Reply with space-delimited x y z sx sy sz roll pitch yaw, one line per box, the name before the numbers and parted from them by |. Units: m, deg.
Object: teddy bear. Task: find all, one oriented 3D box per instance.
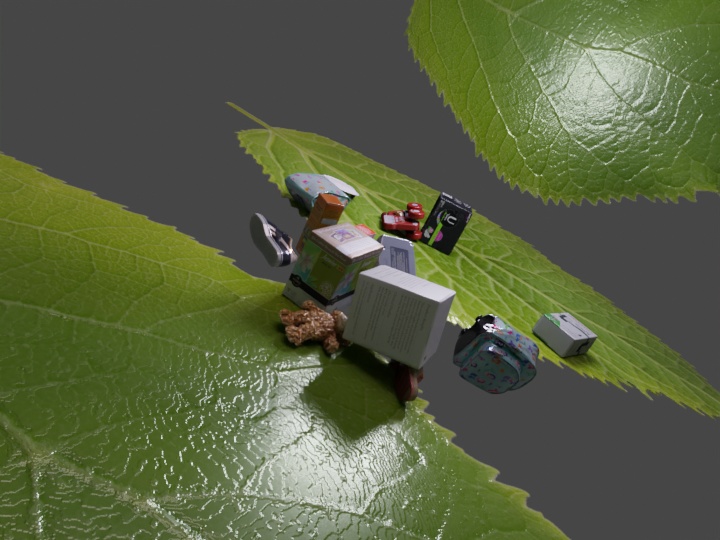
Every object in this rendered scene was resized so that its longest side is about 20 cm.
teddy bear | -0.099 0.129 1.338 0.199 0.067 0.145 17 29 -23

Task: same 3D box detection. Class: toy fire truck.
toy fire truck | 0.169 -0.209 2.320 0.167 0.113 0.200 5 24 -3

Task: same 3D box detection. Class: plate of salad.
plate of salad | -0.099 -0.351 2.386 0.199 0.048 0.200 25 13 -6

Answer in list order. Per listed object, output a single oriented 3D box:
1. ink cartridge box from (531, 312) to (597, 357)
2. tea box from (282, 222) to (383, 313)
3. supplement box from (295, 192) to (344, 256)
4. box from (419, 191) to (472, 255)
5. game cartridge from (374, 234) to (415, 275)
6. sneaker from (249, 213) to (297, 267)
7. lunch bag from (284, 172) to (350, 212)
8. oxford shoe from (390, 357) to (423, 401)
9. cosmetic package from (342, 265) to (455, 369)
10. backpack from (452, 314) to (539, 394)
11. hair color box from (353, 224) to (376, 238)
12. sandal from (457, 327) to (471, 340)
ink cartridge box | 0.728 0.225 2.017 0.200 0.083 0.147 2 34 -47
tea box | -0.069 -0.004 1.487 0.133 0.197 0.200 34 24 16
supplement box | -0.122 -0.125 1.682 0.069 0.201 0.067 5 31 -36
box | 0.351 -0.196 2.349 0.148 0.201 0.124 26 21 -1
game cartridge | 0.097 0.003 1.605 0.133 0.042 0.201 9 68 -28
sneaker | -0.249 -0.084 1.617 0.079 0.079 0.200 -1 47 -41
lunch bag | -0.164 -0.275 2.061 0.170 0.122 0.200 42 21 30
oxford shoe | 0.122 0.242 1.338 0.075 0.071 0.200 24 23 -13
cosmetic package | 0.092 0.103 1.339 0.199 0.168 0.166 21 14 18
backpack | 0.364 0.233 1.493 0.199 0.178 0.151 28 44 -9
hair color box | -0.038 -0.076 1.785 0.064 0.111 0.200 35 25 20
sandal | 0.342 0.204 1.671 0.057 0.080 0.201 24 9 41
